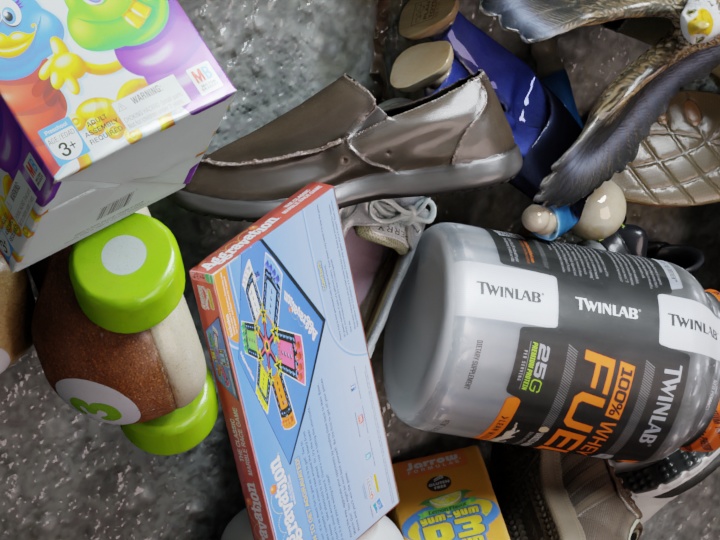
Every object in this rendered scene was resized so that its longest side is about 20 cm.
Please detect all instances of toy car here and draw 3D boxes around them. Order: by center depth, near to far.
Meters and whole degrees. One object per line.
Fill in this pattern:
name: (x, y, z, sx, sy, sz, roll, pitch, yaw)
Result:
toy car: (-0.189, 0.027, 1.398, 0.199, 0.158, 0.165, -21, 151, -7)

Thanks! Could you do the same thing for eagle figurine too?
eagle figurine: (0.173, -0.140, 1.564, 0.199, 0.153, 0.151, -17, 157, 10)

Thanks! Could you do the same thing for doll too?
doll: (0.097, -0.084, 1.618, 0.200, 0.048, 0.137, 42, 42, -37)

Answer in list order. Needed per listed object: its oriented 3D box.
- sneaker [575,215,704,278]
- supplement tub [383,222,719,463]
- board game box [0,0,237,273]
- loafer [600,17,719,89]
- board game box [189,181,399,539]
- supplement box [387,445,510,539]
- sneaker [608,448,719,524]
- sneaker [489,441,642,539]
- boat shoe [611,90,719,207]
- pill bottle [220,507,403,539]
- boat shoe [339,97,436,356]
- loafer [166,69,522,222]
sneaker: (0.198, 0.028, 1.755, 0.083, 0.072, 0.200, -48, 134, 7)
supplement tub: (0.123, 0.046, 1.629, 0.199, 0.123, 0.123, 9, 105, -18)
board game box: (-0.162, -0.121, 1.290, 0.105, 0.201, 0.103, -28, 167, -27)
loafer: (0.174, -0.164, 1.654, 0.067, 0.076, 0.200, -46, 117, 0)
board game box: (-0.033, 0.065, 1.483, 0.103, 0.019, 0.201, -38, 127, -41)
supplement box: (0.062, 0.189, 1.634, 0.066, 0.200, 0.069, -13, 121, -4)
sneaker: (0.150, 0.141, 1.755, 0.199, 0.074, 0.080, -28, 144, 11)
sneaker: (0.130, 0.144, 1.683, 0.075, 0.201, 0.071, 20, 126, -21)
boat shoe: (0.224, -0.076, 1.736, 0.199, 0.068, 0.073, -11, 83, -19)
pill bottle: (-0.030, 0.201, 1.625, 0.112, 0.113, 0.201, -13, 117, -35)
boat shoe: (-0.001, 0.000, 1.587, 0.074, 0.065, 0.203, 27, 90, -44)
loafer: (-0.013, -0.072, 1.517, 0.198, 0.073, 0.072, -9, 100, -9)
